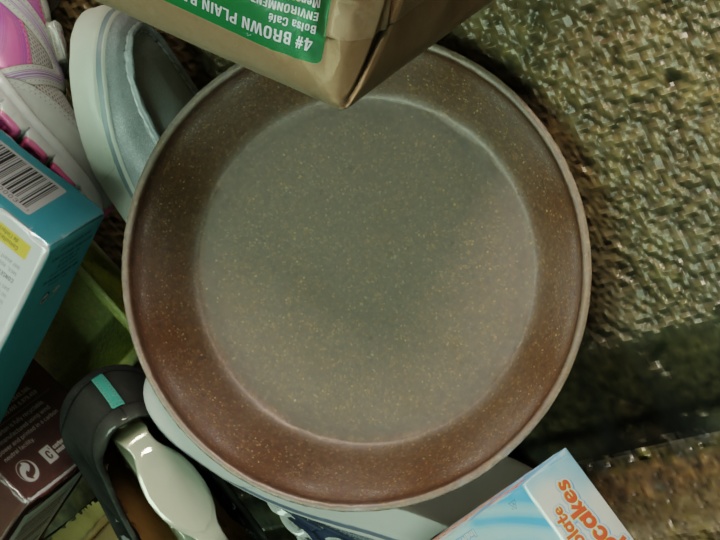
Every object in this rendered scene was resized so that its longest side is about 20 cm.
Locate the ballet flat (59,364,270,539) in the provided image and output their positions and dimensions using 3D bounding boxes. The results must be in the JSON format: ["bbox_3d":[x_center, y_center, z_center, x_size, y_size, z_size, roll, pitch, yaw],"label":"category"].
[{"bbox_3d":[-0.071,0.132,1.325,0.200,0.068,0.068,55,169,-21],"label":"ballet flat"}]

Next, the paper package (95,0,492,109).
[{"bbox_3d":[-0.036,-0.170,1.111,0.199,0.191,0.104,25,128,22],"label":"paper package"}]

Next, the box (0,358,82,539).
[{"bbox_3d":[-0.225,0.055,1.401,0.200,0.075,0.100,42,131,7],"label":"box"}]

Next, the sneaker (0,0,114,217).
[{"bbox_3d":[-0.163,-0.112,1.310,0.200,0.088,0.081,55,152,-8],"label":"sneaker"}]

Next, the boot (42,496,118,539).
[{"bbox_3d":[-0.058,0.181,1.427,0.200,0.066,0.175,52,146,1],"label":"boot"}]

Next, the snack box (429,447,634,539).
[{"bbox_3d":[0.056,0.167,1.244,0.116,0.037,0.200,53,136,3],"label":"snack box"}]

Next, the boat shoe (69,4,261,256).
[{"bbox_3d":[-0.062,-0.031,1.305,0.071,0.070,0.202,-12,113,30],"label":"boat shoe"}]

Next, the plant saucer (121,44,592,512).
[{"bbox_3d":[0.000,0.000,1.239,0.199,0.037,0.202,0,90,11],"label":"plant saucer"}]

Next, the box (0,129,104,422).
[{"bbox_3d":[-0.191,0.033,1.294,0.082,0.049,0.200,37,122,11],"label":"box"}]

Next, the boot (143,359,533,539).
[{"bbox_3d":[-0.014,0.105,1.305,0.199,0.073,0.090,25,135,-7],"label":"boot"}]

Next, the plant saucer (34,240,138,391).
[{"bbox_3d":[-0.201,0.003,1.435,0.200,0.048,0.200,48,133,4],"label":"plant saucer"}]
